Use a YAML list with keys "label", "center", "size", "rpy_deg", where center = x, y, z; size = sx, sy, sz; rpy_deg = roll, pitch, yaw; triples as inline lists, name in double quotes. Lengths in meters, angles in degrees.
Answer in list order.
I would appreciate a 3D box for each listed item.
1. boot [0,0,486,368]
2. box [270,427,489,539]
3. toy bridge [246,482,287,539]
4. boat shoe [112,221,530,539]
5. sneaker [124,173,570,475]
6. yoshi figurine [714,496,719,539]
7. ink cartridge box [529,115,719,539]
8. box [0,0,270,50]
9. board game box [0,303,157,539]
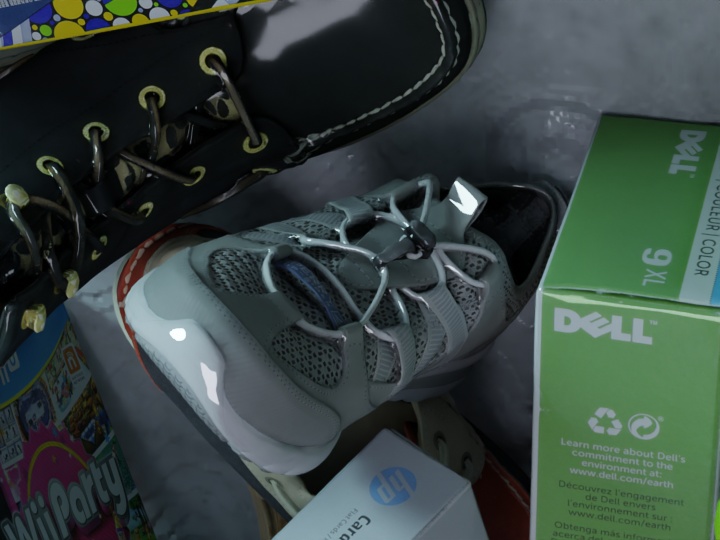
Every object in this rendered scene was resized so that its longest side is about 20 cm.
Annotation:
- label: "boot"
  center: [-0.069, -0.030, 0.762]
  size: [0.202, 0.154, 0.074]
  rpy_deg: [-14, 115, 27]
- label: "box"
  center: [-0.009, 0.167, 0.790]
  size: [0.041, 0.156, 0.201]
  rpy_deg: [30, 152, 37]
- label: "toy bridge"
  center: [0.001, 0.151, 0.918]
  size: [0.067, 0.027, 0.201]
  rpy_deg: [-1, 115, 56]
- label: "boat shoe"
  center: [0.000, 0.058, 0.838]
  size: [0.200, 0.071, 0.063]
  rpy_deg: [43, 168, -12]
- label: "sneaker"
  center: [0.000, 0.000, 0.749]
  size: [0.075, 0.200, 0.082]
  rpy_deg: [48, 114, 9]
- label: "yoshi figurine"
  center: [0.177, 0.013, 0.731]
  size: [0.200, 0.112, 0.112]
  rpy_deg: [-44, 143, 3]
- label: "ink cartridge box"
  center: [0.090, 0.020, 0.773]
  size: [0.059, 0.104, 0.201]
  rpy_deg: [7, 124, 13]
- label: "box"
  center: [-0.038, -0.119, 0.746]
  size: [0.199, 0.070, 0.065]
  rpy_deg: [-7, 119, 23]
- label: "board game box"
  center: [-0.115, 0.122, 0.844]
  size: [0.064, 0.148, 0.201]
  rpy_deg: [-20, 96, 16]
